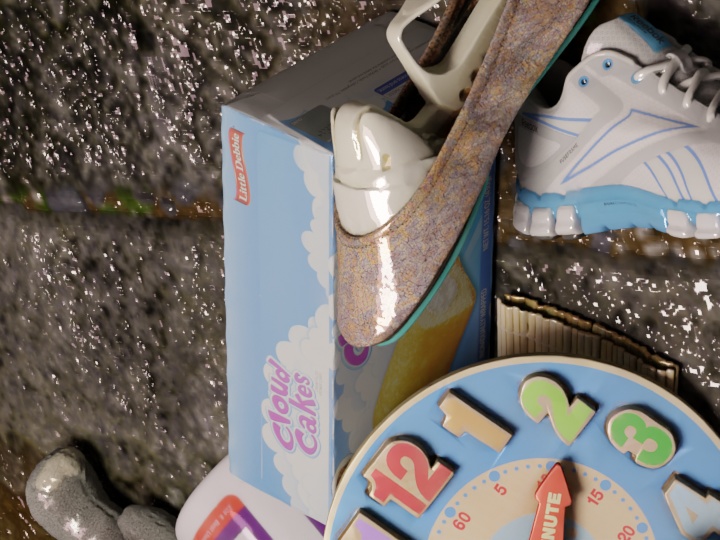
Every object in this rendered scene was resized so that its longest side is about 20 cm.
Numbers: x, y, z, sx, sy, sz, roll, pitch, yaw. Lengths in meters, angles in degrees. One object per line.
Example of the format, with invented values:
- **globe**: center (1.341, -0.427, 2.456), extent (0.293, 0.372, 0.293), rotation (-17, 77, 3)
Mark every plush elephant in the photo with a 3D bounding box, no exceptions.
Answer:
- **plush elephant**: center (-0.131, 0.210, 1.437), extent (0.199, 0.165, 0.155), rotation (32, 177, 4)

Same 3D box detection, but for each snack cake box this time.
- **snack cake box**: center (0.000, 0.000, 1.216), extent (0.067, 0.115, 0.201), rotation (25, 131, 32)

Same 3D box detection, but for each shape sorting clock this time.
- **shape sorting clock**: center (0.081, 0.135, 1.206), extent (0.199, 0.039, 0.201), rotation (1, 101, 5)

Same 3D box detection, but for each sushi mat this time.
- **sushi mat**: center (0.103, 0.109, 1.267), extent (0.095, 0.012, 0.201), rotation (23, 130, 33)

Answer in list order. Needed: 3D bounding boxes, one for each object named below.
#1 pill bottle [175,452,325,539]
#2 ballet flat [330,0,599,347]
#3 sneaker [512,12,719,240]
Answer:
- **pill bottle**: center (0.012, 0.166, 1.304), extent (0.200, 0.111, 0.112), rotation (49, 139, 16)
- **ballet flat**: center (0.028, -0.067, 1.101), extent (0.067, 0.201, 0.068), rotation (31, 175, -32)
- **sneaker**: center (0.127, -0.061, 1.088), extent (0.199, 0.075, 0.087), rotation (-1, 107, 47)
